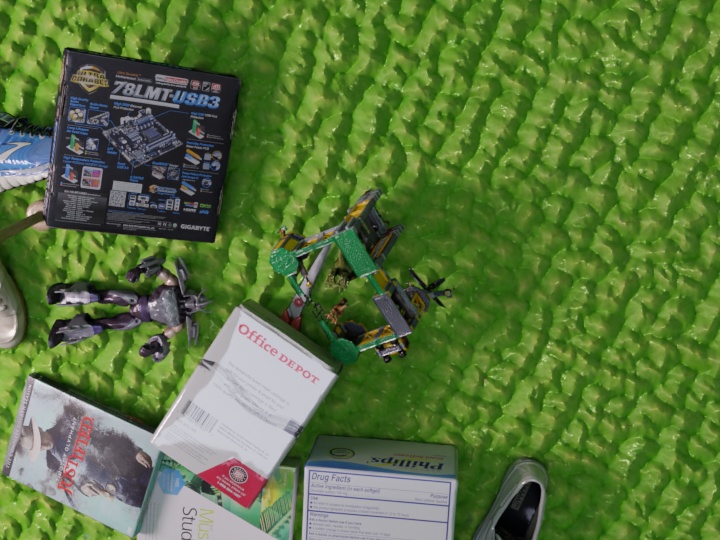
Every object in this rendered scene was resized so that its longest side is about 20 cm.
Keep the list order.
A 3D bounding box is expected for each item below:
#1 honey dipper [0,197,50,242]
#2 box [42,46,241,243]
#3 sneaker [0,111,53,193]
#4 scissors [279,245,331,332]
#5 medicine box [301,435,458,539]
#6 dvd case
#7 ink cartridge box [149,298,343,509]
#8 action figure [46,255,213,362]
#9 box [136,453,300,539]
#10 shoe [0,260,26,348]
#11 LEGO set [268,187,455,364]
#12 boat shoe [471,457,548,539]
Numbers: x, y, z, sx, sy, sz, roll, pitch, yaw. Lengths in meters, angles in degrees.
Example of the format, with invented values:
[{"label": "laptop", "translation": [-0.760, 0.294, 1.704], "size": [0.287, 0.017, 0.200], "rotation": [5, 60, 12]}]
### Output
[{"label": "honey dipper", "translation": [-0.383, -0.052, 1.238], "size": [0.038, 0.200, 0.038], "rotation": [1, 103, 4]}, {"label": "box", "translation": [-0.250, -0.140, 1.245], "size": [0.199, 0.050, 0.199], "rotation": [5, 103, -22]}, {"label": "sneaker", "translation": [-0.396, -0.147, 1.281], "size": [0.199, 0.079, 0.090], "rotation": [-16, 103, 9]}, {"label": "scissors", "translation": [-0.086, 0.047, 1.326], "size": [0.073, 0.014, 0.201], "rotation": [14, 105, 4]}, {"label": "medicine box", "translation": [0.024, 0.317, 1.331], "size": [0.181, 0.103, 0.201], "rotation": [4, 103, 5]}, {"label": "dvd case", "translation": [-0.349, 0.232, 1.373], "size": [0.199, 0.022, 0.147], "rotation": [23, 105, 13]}, {"label": "ink cartridge box", "translation": [-0.132, 0.155, 1.298], "size": [0.145, 0.083, 0.200], "rotation": [34, 98, 2]}, {"label": "action figure", "translation": [-0.275, 0.048, 1.319], "size": [0.199, 0.069, 0.131], "rotation": [-5, 97, 4]}, {"label": "box", "translation": [-0.181, 0.298, 1.382], "size": [0.199, 0.036, 0.145], "rotation": [6, 103, 3]}, {"label": "shoe", "translation": [-0.468, 0.006, 1.335], "size": [0.070, 0.053, 0.201], "rotation": [-15, 101, 9]}, {"label": "LEGO set", "translation": [0.000, 0.000, 1.275], "size": [0.154, 0.116, 0.200], "rotation": [-30, 106, 35]}, {"label": "boat shoe", "translation": [0.183, 0.330, 1.337], "size": [0.072, 0.066, 0.201], "rotation": [23, 104, 0]}]
